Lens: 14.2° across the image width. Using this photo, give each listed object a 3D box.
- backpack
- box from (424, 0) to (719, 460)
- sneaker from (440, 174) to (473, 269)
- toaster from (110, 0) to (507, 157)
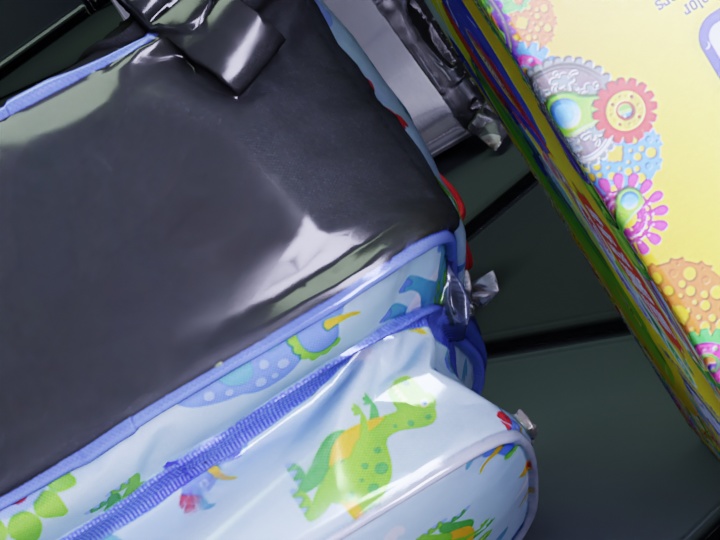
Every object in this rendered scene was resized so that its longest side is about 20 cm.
[{"bbox_3d":[-0.050,0.040,0.699,0.183,0.147,0.200,-32,-13,0],"label":"backpack"},{"bbox_3d":[0.092,-0.053,0.617,0.122,0.193,0.200,-33,10,1],"label":"box"},{"bbox_3d":[0.000,0.000,0.957,0.115,0.079,0.200,-3,31,-23],"label":"sneaker"},{"bbox_3d":[-0.020,-0.126,1.294,0.118,0.181,0.200,-33,10,17],"label":"toaster"}]
